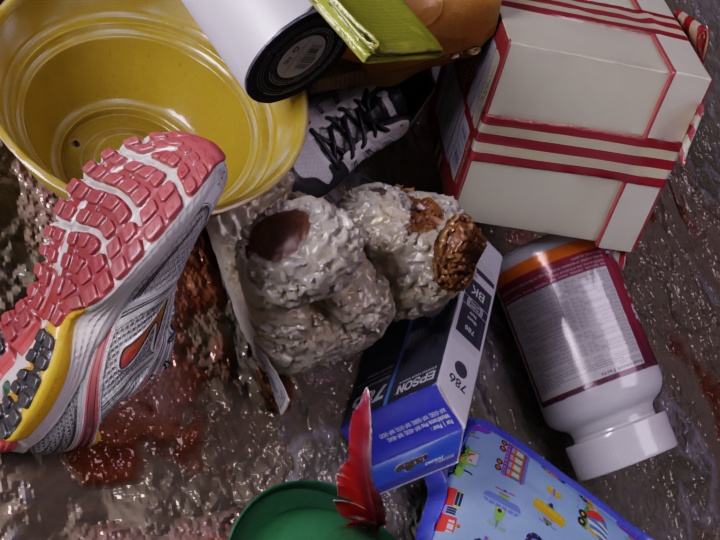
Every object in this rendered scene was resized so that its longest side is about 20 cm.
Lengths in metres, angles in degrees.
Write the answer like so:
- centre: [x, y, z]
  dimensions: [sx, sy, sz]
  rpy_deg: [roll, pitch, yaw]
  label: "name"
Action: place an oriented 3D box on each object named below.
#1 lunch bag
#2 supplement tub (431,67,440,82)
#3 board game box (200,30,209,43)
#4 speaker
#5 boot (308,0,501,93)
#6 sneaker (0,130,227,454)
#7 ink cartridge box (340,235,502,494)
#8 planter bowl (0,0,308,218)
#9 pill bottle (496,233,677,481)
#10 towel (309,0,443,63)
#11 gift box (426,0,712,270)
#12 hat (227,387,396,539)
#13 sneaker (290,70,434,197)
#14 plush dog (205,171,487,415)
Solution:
- centre: [0.118, 0.209, 0.882]
  dimensions: [0.200, 0.094, 0.151]
  rpy_deg: [46, 38, -13]
  label: "lunch bag"
- centre: [0.177, -0.172, 1.137]
  dimensions: [0.199, 0.144, 0.147]
  rpy_deg: [31, 46, -34]
  label: "supplement tub"
- centre: [-0.131, -0.244, 0.826]
  dimensions: [0.034, 0.134, 0.202]
  rpy_deg: [-8, 75, -56]
  label: "board game box"
- centre: [-0.089, -0.204, 0.732]
  dimensions: [0.081, 0.081, 0.201]
  rpy_deg: [-13, 62, -52]
  label: "speaker"
- centre: [0.031, -0.185, 0.829]
  dimensions: [0.142, 0.201, 0.072]
  rpy_deg: [-16, 80, -7]
  label: "boot"
- centre: [-0.132, 0.013, 0.643]
  dimensions: [0.082, 0.201, 0.078]
  rpy_deg: [20, 22, -49]
  label: "sneaker"
- centre: [0.043, 0.065, 0.871]
  dimensions: [0.039, 0.099, 0.201]
  rpy_deg: [41, 40, -23]
  label: "ink cartridge box"
- centre: [-0.137, -0.089, 0.741]
  dimensions: [0.198, 0.084, 0.203]
  rpy_deg: [11, 52, -14]
  label: "planter bowl"
- centre: [0.194, 0.071, 1.037]
  dimensions: [0.109, 0.109, 0.202]
  rpy_deg: [-7, 73, -51]
  label: "pill bottle"
- centre: [-0.031, -0.200, 0.701]
  dimensions: [0.201, 0.018, 0.086]
  rpy_deg: [53, 35, 14]
  label: "towel"
- centre: [0.167, -0.121, 0.957]
  dimensions: [0.184, 0.186, 0.202]
  rpy_deg: [7, 42, -12]
  label: "gift box"
- centre: [0.025, 0.183, 0.711]
  dimensions: [0.199, 0.175, 0.168]
  rpy_deg: [10, 60, -46]
  label: "hat"
- centre: [-0.010, -0.117, 0.932]
  dimensions: [0.076, 0.087, 0.200]
  rpy_deg: [55, 39, -11]
  label: "sneaker"
- centre: [0.000, 0.000, 0.796]
  dimensions: [0.170, 0.200, 0.163]
  rpy_deg: [-18, 111, -13]
  label: "plush dog"
